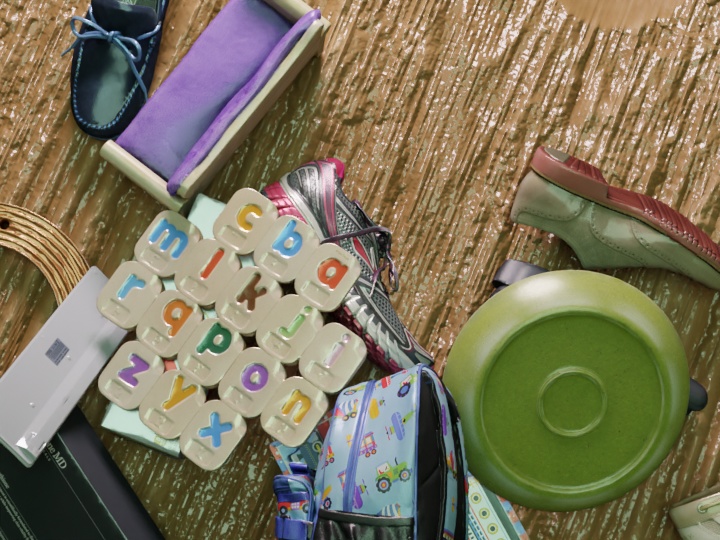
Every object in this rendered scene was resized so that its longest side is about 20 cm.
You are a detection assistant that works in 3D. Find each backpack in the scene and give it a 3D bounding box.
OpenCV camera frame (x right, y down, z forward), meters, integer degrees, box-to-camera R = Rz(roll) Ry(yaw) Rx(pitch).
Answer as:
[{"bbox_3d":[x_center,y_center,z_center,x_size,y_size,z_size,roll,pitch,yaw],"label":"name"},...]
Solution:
[{"bbox_3d":[0.012,0.171,1.093,0.134,0.183,0.201,-1,81,11],"label":"backpack"}]

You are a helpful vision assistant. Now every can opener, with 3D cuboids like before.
[{"bbox_3d":[0.191,0.062,1.197,0.199,0.063,0.079,30,80,1],"label":"can opener"}]

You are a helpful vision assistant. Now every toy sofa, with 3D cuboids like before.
[{"bbox_3d":[-0.116,-0.145,1.191,0.083,0.098,0.200,37,81,3],"label":"toy sofa"}]

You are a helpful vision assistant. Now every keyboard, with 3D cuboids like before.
[{"bbox_3d":[-0.225,0.068,1.120,0.056,0.200,0.011,42,125,-10],"label":"keyboard"}]

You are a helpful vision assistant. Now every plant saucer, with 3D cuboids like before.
[{"bbox_3d":[0.164,0.100,1.161,0.199,0.031,0.201,-1,102,-4],"label":"plant saucer"}]

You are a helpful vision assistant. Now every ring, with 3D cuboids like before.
[{"bbox_3d":[-0.307,0.044,1.189,0.199,0.019,0.201,1,80,-4],"label":"ring"}]

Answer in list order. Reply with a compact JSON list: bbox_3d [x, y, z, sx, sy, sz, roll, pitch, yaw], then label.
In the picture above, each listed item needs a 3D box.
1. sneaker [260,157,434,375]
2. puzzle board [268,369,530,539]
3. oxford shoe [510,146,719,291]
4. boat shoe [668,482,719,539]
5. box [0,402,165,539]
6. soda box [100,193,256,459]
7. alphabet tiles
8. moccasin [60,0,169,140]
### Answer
[{"bbox_3d":[0.000,0.000,1.186,0.075,0.081,0.200,-32,84,-10],"label":"sneaker"},{"bbox_3d":[0.038,0.192,1.191,0.150,0.017,0.201,-28,85,-7],"label":"puzzle board"},{"bbox_3d":[0.218,-0.027,1.223,0.199,0.070,0.075,29,107,-1],"label":"oxford shoe"},{"bbox_3d":[0.342,0.163,1.190,0.200,0.072,0.065,-32,86,-2],"label":"boat shoe"},{"bbox_3d":[-0.231,0.219,1.123,0.141,0.079,0.200,-35,85,9],"label":"box"},{"bbox_3d":[-0.136,0.046,1.177,0.068,0.064,0.201,22,81,0],"label":"soda box"},{"bbox_3d":[-0.099,0.044,1.128,0.200,0.015,0.196,33,83,14],"label":"alphabet tiles"},{"bbox_3d":[-0.199,-0.209,1.209,0.080,0.068,0.201,10,81,-2],"label":"moccasin"}]
